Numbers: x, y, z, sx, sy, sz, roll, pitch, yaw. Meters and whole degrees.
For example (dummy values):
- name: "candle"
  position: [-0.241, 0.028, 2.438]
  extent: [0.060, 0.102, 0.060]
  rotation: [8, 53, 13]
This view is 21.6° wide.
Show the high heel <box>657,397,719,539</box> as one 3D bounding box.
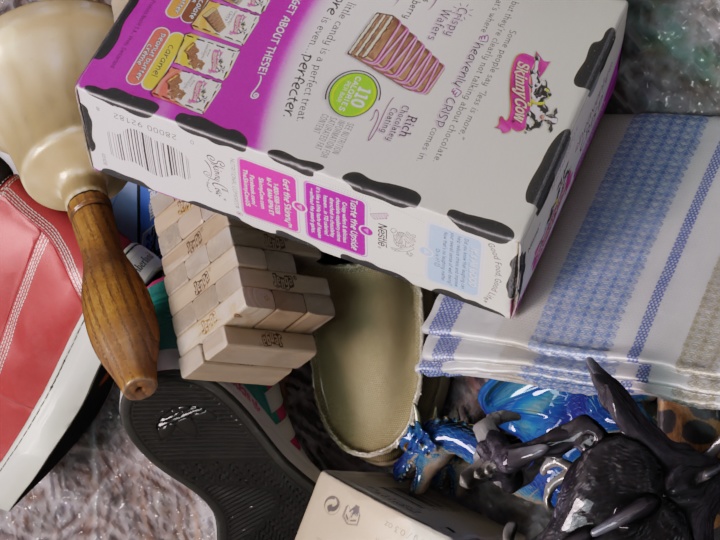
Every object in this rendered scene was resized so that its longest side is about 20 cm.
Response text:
- name: "high heel"
  position: [0.116, 0.126, 0.814]
  extent: [0.200, 0.072, 0.143]
  rotation: [-38, 110, 23]

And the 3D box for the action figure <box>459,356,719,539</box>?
- name: "action figure"
  position: [0.073, 0.111, 0.747]
  extent: [0.199, 0.102, 0.120]
  rotation: [-29, 86, 11]

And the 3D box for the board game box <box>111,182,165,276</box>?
- name: "board game box"
  position: [-0.082, -0.081, 0.965]
  extent: [0.103, 0.019, 0.201]
  rotation: [39, 121, 23]

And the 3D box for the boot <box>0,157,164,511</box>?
- name: "boot"
  position: [-0.201, 0.029, 1.016]
  extent: [0.144, 0.072, 0.201]
  rotation: [33, 126, 4]

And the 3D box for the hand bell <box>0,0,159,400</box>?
- name: "hand bell"
  position: [-0.126, -0.021, 0.883]
  extent: [0.104, 0.103, 0.201]
  rotation: [-50, 44, 33]

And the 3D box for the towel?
- name: "towel"
  position: [0.131, -0.005, 0.776]
  extent: [0.198, 0.148, 0.024]
  rotation: [5, 144, 33]

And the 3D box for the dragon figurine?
- name: "dragon figurine"
  position: [0.092, 0.057, 0.852]
  extent: [0.100, 0.059, 0.200]
  rotation: [47, 125, 16]

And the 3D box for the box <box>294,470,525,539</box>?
- name: "box"
  position: [-0.004, 0.203, 0.900]
  extent: [0.077, 0.095, 0.202]
  rotation: [24, 93, 28]

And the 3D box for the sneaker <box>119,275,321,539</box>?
- name: "sneaker"
  position: [-0.061, 0.071, 0.947]
  extent: [0.083, 0.121, 0.201]
  rotation: [-18, 134, 13]

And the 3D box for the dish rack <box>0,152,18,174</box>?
- name: "dish rack"
  position: [-0.277, -0.001, 1.109]
  extent: [0.199, 0.043, 0.173]
  rotation: [11, 109, 34]

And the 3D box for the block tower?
- name: "block tower"
  position: [-0.064, -0.050, 0.874]
  extent: [0.054, 0.057, 0.202]
  rotation: [-35, 59, 39]

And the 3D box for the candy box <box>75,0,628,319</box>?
- name: "candy box"
  position: [-0.001, -0.078, 0.805]
  extent: [0.198, 0.137, 0.061]
  rotation: [20, 149, 14]

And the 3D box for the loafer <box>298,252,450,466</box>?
- name: "loafer"
  position: [0.000, 0.000, 0.897]
  extent: [0.075, 0.067, 0.202]
  rotation: [9, 107, 33]
